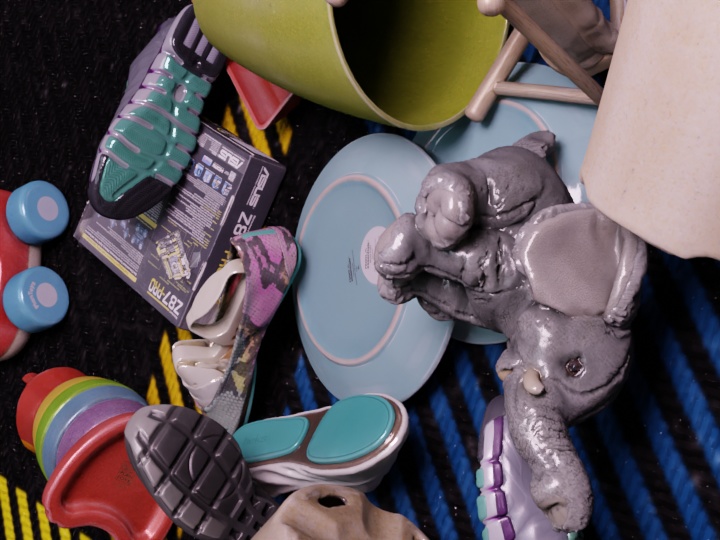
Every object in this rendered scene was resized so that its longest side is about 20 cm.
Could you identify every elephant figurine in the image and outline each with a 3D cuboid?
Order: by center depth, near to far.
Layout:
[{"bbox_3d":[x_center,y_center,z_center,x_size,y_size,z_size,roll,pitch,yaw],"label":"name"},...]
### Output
[{"bbox_3d":[0.114,0.026,0.734,0.200,0.141,0.156,41,108,24],"label":"elephant figurine"}]

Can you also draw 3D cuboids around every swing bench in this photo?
[{"bbox_3d":[0.102,-0.213,0.753,0.128,0.198,0.203,12,82,37],"label":"swing bench"}]

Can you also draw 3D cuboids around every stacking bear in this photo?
[{"bbox_3d":[-0.241,0.145,1.077,0.199,0.121,0.115,24,83,53],"label":"stacking bear"}]

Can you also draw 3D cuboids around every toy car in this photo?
[{"bbox_3d":[-0.421,-0.008,1.219,0.183,0.198,0.180,-18,68,39],"label":"toy car"}]

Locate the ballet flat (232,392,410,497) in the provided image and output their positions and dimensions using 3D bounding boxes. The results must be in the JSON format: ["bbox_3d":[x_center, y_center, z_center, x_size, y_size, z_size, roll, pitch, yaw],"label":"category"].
[{"bbox_3d":[-0.020,0.134,0.894,0.199,0.069,0.071,-16,68,47],"label":"ballet flat"}]

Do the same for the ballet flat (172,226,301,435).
[{"bbox_3d":[-0.106,0.051,0.958,0.069,0.070,0.202,57,135,46],"label":"ballet flat"}]

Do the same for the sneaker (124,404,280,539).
[{"bbox_3d":[-0.101,0.175,0.887,0.079,0.200,0.076,-19,30,53],"label":"sneaker"}]

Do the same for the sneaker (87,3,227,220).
[{"bbox_3d":[-0.180,-0.133,1.056,0.087,0.074,0.202,7,66,55],"label":"sneaker"}]

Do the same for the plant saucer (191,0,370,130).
[{"bbox_3d":[-0.050,-0.249,1.037,0.200,0.036,0.201,-48,52,26],"label":"plant saucer"}]

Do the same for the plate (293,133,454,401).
[{"bbox_3d":[0.000,0.000,0.902,0.199,0.025,0.204,-7,81,52],"label":"plate"}]

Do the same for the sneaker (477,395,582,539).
[{"bbox_3d":[0.123,0.175,0.748,0.086,0.074,0.203,-8,77,19],"label":"sneaker"}]

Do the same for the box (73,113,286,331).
[{"bbox_3d":[-0.165,-0.059,1.092,0.199,0.049,0.163,33,100,43],"label":"box"}]

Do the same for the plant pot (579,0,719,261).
[{"bbox_3d":[0.211,-0.104,0.661,0.200,0.198,0.186,41,120,41],"label":"plant pot"}]

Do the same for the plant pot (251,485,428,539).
[{"bbox_3d":[-0.036,0.245,0.769,0.185,0.199,0.201,-57,48,21],"label":"plant pot"}]

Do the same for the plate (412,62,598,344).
[{"bbox_3d":[0.089,-0.050,0.861,0.198,0.025,0.204,-12,72,41],"label":"plate"}]

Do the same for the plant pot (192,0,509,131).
[{"bbox_3d":[-0.024,-0.199,0.883,0.198,0.186,0.190,10,86,44],"label":"plant pot"}]
